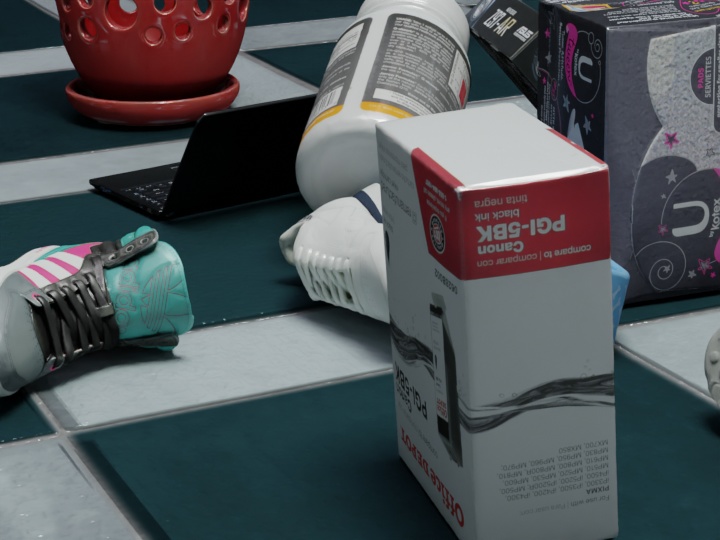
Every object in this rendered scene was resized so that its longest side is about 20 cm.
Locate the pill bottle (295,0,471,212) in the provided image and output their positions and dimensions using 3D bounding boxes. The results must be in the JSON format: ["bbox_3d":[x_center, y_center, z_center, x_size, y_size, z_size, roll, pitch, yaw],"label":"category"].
[{"bbox_3d":[0.024,-0.128,1.402,0.115,0.117,0.201,3,42,13],"label":"pill bottle"}]

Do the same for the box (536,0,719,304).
[{"bbox_3d":[0.206,-0.090,1.301,0.131,0.202,0.115,-8,21,-18],"label":"box"}]

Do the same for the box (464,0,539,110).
[{"bbox_3d":[0.174,-0.128,1.456,0.043,0.200,0.160,-42,20,4],"label":"box"}]

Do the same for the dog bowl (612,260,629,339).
[{"bbox_3d":[0.112,-0.009,1.232,0.111,0.050,0.200,22,9,-22],"label":"dog bowl"}]

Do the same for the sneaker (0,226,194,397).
[{"bbox_3d":[-0.170,0.026,1.170,0.120,0.084,0.200,-8,16,11],"label":"sneaker"}]

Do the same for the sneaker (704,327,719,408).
[{"bbox_3d":[0.294,0.072,1.039,0.199,0.077,0.080,15,12,29],"label":"sneaker"}]

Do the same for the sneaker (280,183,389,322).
[{"bbox_3d":[0.000,0.000,1.246,0.080,0.077,0.200,-15,16,-9],"label":"sneaker"}]

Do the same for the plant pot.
[{"bbox_3d":[-0.205,-0.248,1.823,0.198,0.184,0.201,-2,18,1],"label":"plant pot"}]

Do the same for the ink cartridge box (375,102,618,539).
[{"bbox_3d":[0.070,0.029,0.955,0.082,0.202,0.147,-9,19,-13],"label":"ink cartridge box"}]

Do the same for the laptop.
[{"bbox_3d":[-0.110,-0.113,1.539,0.176,0.104,0.199,-13,22,-33],"label":"laptop"}]
